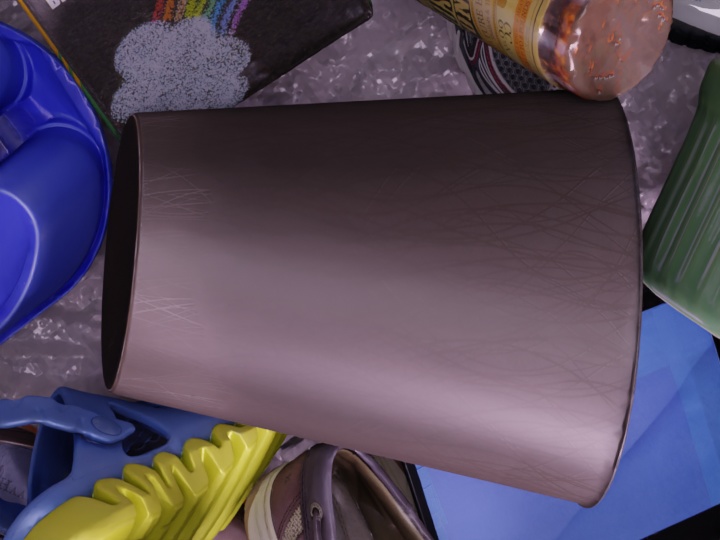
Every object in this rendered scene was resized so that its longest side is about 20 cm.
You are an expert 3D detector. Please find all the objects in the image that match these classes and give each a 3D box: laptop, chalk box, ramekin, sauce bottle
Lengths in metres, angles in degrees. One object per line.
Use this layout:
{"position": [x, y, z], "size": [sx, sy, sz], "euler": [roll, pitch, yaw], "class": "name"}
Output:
{"position": [0.134, 0.116, 1.242], "size": [0.177, 0.200, 0.104], "euler": [-20, 131, -28], "class": "laptop"}
{"position": [-0.105, -0.170, 1.207], "size": [0.125, 0.124, 0.200], "euler": [-33, 126, -1], "class": "chalk box"}
{"position": [0.212, 0.000, 1.233], "size": [0.199, 0.200, 0.098], "euler": [28, 98, -3], "class": "ramekin"}
{"position": [0.045, -0.137, 1.236], "size": [0.066, 0.200, 0.066], "euler": [-22, 128, -31], "class": "sauce bottle"}

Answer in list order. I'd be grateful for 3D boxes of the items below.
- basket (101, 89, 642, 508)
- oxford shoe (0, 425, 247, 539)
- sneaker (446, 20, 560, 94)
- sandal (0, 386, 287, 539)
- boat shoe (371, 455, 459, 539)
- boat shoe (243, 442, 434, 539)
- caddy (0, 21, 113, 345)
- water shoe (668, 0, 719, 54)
{"position": [0.000, 0.000, 1.188], "size": [0.199, 0.136, 0.181], "euler": [6, 64, -11], "class": "basket"}
{"position": [-0.108, 0.117, 1.283], "size": [0.199, 0.073, 0.072], "euler": [19, 90, -3], "class": "oxford shoe"}
{"position": [0.084, -0.163, 1.281], "size": [0.080, 0.075, 0.201], "euler": [8, 92, -3], "class": "sneaker"}
{"position": [-0.097, 0.075, 1.206], "size": [0.087, 0.200, 0.080], "euler": [39, 113, 16], "class": "sandal"}
{"position": [0.028, 0.170, 1.291], "size": [0.075, 0.075, 0.203], "euler": [-24, 93, 5], "class": "boat shoe"}
{"position": [0.020, 0.161, 1.206], "size": [0.072, 0.065, 0.201], "euler": [-21, 77, -31], "class": "boat shoe"}
{"position": [-0.200, -0.021, 1.254], "size": [0.200, 0.105, 0.142], "euler": [-36, 94, 20], "class": "caddy"}
{"position": [0.220, -0.124, 1.289], "size": [0.199, 0.072, 0.079], "euler": [13, 89, -3], "class": "water shoe"}
